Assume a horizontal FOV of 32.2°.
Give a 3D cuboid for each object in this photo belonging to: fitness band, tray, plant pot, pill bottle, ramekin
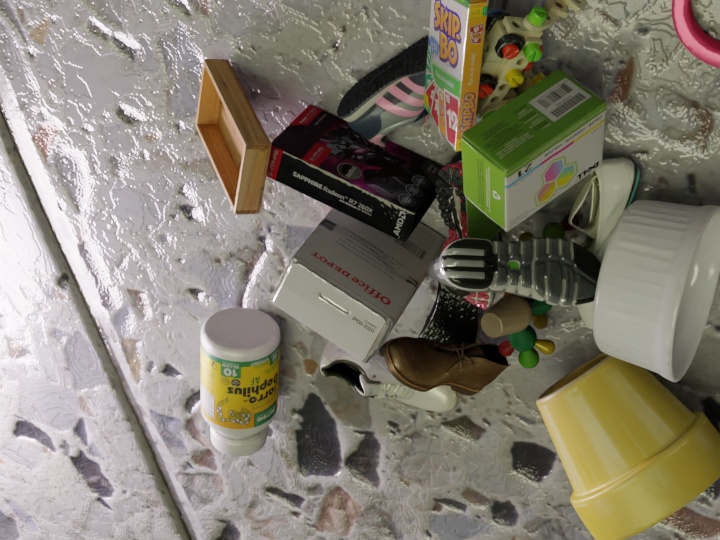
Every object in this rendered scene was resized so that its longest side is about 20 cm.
[{"bbox_3d":[0.421,-0.272,1.283,0.199,0.037,0.144,10,123,21],"label":"fitness band"},{"bbox_3d":[-0.158,-0.167,1.534,0.037,0.200,0.099,-4,129,-23],"label":"tray"},{"bbox_3d":[0.322,0.203,1.539,0.201,0.200,0.189,-37,84,37],"label":"plant pot"},{"bbox_3d":[-0.173,0.163,1.782,0.112,0.113,0.201,16,124,15],"label":"pill bottle"},{"bbox_3d":[0.335,0.016,1.407,0.097,0.200,0.201,15,125,26],"label":"ramekin"}]

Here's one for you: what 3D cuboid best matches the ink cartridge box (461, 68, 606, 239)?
[{"bbox_3d":[0.192,-0.100,1.386,0.076,0.148,0.200,43,158,33],"label":"ink cartridge box"}]

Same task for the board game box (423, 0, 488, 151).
[{"bbox_3d":[0.101,-0.236,1.336,0.030,0.096,0.201,-10,133,-18],"label":"board game box"}]

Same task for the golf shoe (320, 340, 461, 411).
[{"bbox_3d":[0.035,0.153,1.690,0.199,0.097,0.079,23,125,9],"label":"golf shoe"}]

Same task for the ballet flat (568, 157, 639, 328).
[{"bbox_3d":[0.267,-0.035,1.446,0.069,0.069,0.201,15,99,16],"label":"ballet flat"}]

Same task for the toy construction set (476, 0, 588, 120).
[{"bbox_3d":[0.180,-0.235,1.369,0.130,0.092,0.201,-1,132,-28],"label":"toy construction set"}]

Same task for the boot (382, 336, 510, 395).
[{"bbox_3d":[0.107,0.106,1.534,0.075,0.199,0.074,-32,62,34],"label":"boot"}]

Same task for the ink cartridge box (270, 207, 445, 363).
[{"bbox_3d":[0.000,0.000,1.544,0.145,0.200,0.085,32,128,3],"label":"ink cartridge box"}]

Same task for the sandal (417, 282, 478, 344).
[{"bbox_3d":[0.122,0.054,1.621,0.075,0.048,0.201,15,112,-1],"label":"sandal"}]

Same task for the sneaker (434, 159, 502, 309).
[{"bbox_3d":[0.147,-0.044,1.521,0.080,0.074,0.201,27,133,43],"label":"sneaker"}]

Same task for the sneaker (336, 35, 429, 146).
[{"bbox_3d":[0.070,-0.215,1.475,0.199,0.070,0.082,-25,128,34],"label":"sneaker"}]

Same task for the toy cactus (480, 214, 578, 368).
[{"bbox_3d":[0.198,0.034,1.507,0.102,0.165,0.201,36,126,26],"label":"toy cactus"}]

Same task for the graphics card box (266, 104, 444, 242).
[{"bbox_3d":[-0.007,-0.121,1.520,0.199,0.126,0.051,27,127,8],"label":"graphics card box"}]

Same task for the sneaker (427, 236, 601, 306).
[{"bbox_3d":[0.169,0.000,1.420,0.199,0.076,0.115,9,172,-17],"label":"sneaker"}]
